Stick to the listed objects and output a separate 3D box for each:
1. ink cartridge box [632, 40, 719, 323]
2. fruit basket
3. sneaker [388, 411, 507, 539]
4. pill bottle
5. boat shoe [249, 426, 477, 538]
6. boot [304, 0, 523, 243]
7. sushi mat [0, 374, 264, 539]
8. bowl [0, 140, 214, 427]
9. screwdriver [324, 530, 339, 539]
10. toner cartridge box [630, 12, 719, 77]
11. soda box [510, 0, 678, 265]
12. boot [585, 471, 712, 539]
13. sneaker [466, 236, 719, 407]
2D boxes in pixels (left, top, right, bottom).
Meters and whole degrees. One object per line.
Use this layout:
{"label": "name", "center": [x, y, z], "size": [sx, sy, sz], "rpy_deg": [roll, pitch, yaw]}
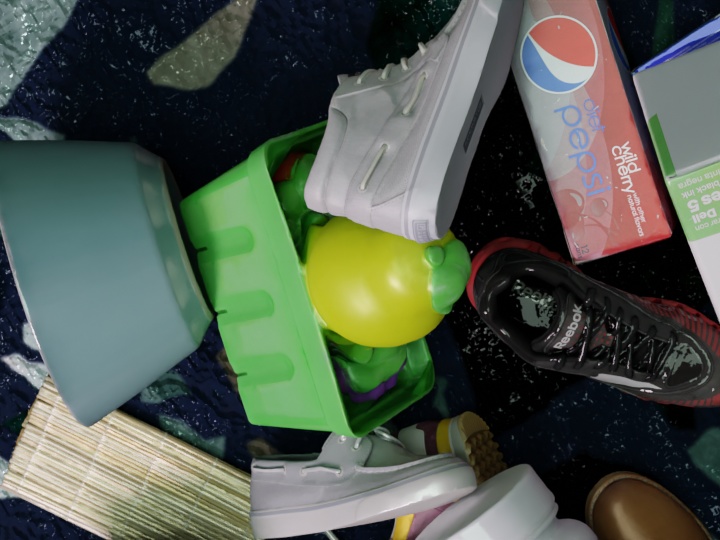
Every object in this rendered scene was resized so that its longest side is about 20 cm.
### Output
{"label": "ink cartridge box", "center": [0.244, -0.022, 1.190], "size": [0.084, 0.146, 0.200], "rpy_deg": [-20, 118, 11]}
{"label": "fruit basket", "center": [0.000, 0.000, 1.277], "size": [0.215, 0.155, 0.216], "rpy_deg": [7, 107, 26]}
{"label": "sneaker", "center": [0.071, 0.200, 1.347], "size": [0.090, 0.075, 0.200], "rpy_deg": [-18, 89, 24]}
{"label": "pill bottle", "center": [0.126, 0.232, 1.244], "size": [0.114, 0.114, 0.200], "rpy_deg": [-35, 93, 16]}
{"label": "boat shoe", "center": [-0.004, 0.136, 1.309], "size": [0.200, 0.072, 0.069], "rpy_deg": [-19, 79, 51]}
{"label": "boot", "center": [0.032, -0.116, 1.197], "size": [0.095, 0.074, 0.200], "rpy_deg": [14, 65, 16]}
{"label": "sushi mat", "center": [-0.160, 0.158, 1.414], "size": [0.200, 0.012, 0.096], "rpy_deg": [25, 107, 7]}
{"label": "bowl", "center": [-0.163, -0.006, 1.307], "size": [0.105, 0.201, 0.201], "rpy_deg": [-18, 95, 0]}
{"label": "screwdriver", "center": [0.003, 0.218, 1.381], "size": [0.028, 0.029, 0.200], "rpy_deg": [-42, 90, 16]}
{"label": "toner cartridge box", "center": [0.283, -0.144, 1.249], "size": [0.200, 0.043, 0.095], "rpy_deg": [-32, 91, 16]}
{"label": "soda box", "center": [0.145, -0.110, 1.275], "size": [0.070, 0.063, 0.200], "rpy_deg": [-17, 96, 15]}
{"label": "boot", "center": [0.224, 0.224, 1.260], "size": [0.077, 0.155, 0.200], "rpy_deg": [-28, 94, -4]}
{"label": "sneaker", "center": [0.159, 0.042, 1.281], "size": [0.200, 0.098, 0.071], "rpy_deg": [24, 102, 6]}
